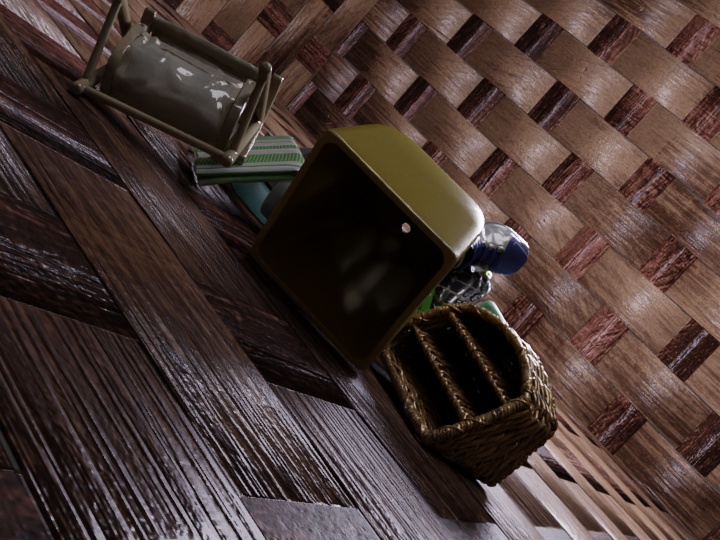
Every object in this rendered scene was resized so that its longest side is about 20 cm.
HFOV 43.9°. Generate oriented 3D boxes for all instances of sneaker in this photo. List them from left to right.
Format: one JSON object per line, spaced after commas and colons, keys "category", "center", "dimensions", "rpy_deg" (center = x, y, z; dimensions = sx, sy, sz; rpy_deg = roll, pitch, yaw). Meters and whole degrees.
{"category": "sneaker", "center": [0.158, 0.034, 1.363], "dimensions": [0.077, 0.081, 0.199], "rpy_deg": [29, 23, 14]}
{"category": "sneaker", "center": [0.154, -0.030, 1.299], "dimensions": [0.197, 0.081, 0.116], "rpy_deg": [26, 32, -19]}

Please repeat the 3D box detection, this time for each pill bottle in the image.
{"category": "pill bottle", "center": [-0.039, -0.034, 1.182], "dimensions": [0.200, 0.113, 0.112], "rpy_deg": [45, 7, 9]}

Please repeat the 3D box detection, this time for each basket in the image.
{"category": "basket", "center": [0.129, 0.122, 1.056], "dimensions": [0.148, 0.143, 0.201], "rpy_deg": [38, 16, -35]}

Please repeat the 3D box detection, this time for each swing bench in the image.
{"category": "swing bench", "center": [-0.209, -0.224, 1.067], "dimensions": [0.196, 0.132, 0.200], "rpy_deg": [26, 6, -5]}

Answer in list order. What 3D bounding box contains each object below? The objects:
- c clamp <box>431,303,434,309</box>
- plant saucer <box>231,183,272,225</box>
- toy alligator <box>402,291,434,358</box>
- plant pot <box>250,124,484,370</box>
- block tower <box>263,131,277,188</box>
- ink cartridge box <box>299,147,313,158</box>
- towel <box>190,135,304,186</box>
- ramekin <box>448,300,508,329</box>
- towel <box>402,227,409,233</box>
{"category": "c clamp", "center": [0.097, 0.031, 1.355], "dimensions": [0.173, 0.026, 0.203], "rpy_deg": [-88, 171, -48]}
{"category": "plant saucer", "center": [-0.110, -0.079, 1.349], "dimensions": [0.200, 0.036, 0.200], "rpy_deg": [44, 6, -6]}
{"category": "toy alligator", "center": [0.070, 0.060, 1.213], "dimensions": [0.059, 0.054, 0.204], "rpy_deg": [37, 54, -37]}
{"category": "plant pot", "center": [0.031, -0.049, 1.037], "dimensions": [0.194, 0.196, 0.199], "rpy_deg": [45, 36, 9]}
{"category": "block tower", "center": [-0.095, -0.125, 1.330], "dimensions": [0.054, 0.058, 0.201], "rpy_deg": [33, 15, -52]}
{"category": "ink cartridge box", "center": [-0.050, -0.139, 1.600], "dimensions": [0.142, 0.086, 0.199], "rpy_deg": [8, -14, 31]}
{"category": "towel", "center": [-0.153, -0.150, 1.202], "dimensions": [0.149, 0.024, 0.200], "rpy_deg": [-4, 20, -10]}
{"category": "ramekin", "center": [0.207, 0.147, 1.397], "dimensions": [0.203, 0.096, 0.200], "rpy_deg": [60, 5, -9]}
{"category": "towel", "center": [0.005, -0.079, 1.439], "dimensions": [0.196, 0.031, 0.146], "rpy_deg": [14, 11, -21]}
